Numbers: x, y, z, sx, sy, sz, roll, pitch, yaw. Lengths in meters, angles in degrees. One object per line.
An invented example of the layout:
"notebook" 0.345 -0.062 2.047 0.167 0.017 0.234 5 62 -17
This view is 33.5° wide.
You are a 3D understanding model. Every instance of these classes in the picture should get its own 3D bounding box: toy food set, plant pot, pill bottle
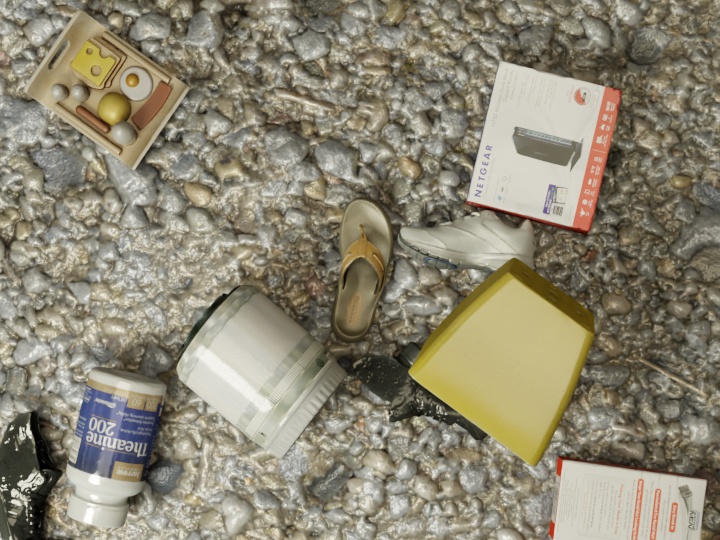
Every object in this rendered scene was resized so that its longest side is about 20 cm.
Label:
"toy food set" -0.357 -0.255 1.691 0.199 0.060 0.145 35 90 3
"plant pot" 0.203 0.101 1.564 0.199 0.200 0.178 36 104 3
"pill bottle" -0.340 0.242 1.644 0.109 0.111 0.204 13 88 3

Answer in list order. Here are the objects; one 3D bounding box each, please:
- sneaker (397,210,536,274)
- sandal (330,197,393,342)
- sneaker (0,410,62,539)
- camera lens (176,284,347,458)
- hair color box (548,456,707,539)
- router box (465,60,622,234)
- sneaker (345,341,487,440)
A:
"sneaker" 0.149 -0.042 1.662 0.196 0.075 0.089 8 82 -6
"sandal" 0.000 0.000 1.668 0.079 0.054 0.204 10 88 3
"sneaker" -0.459 0.307 1.664 0.103 0.060 0.202 -26 83 6
"camera lens" -0.136 0.132 1.616 0.199 0.160 0.161 39 90 3
"hair color box" 0.363 0.324 1.636 0.196 0.064 0.113 8 87 4
"router box" 0.254 -0.169 1.668 0.176 0.049 0.204 13 88 3
"sneaker" 0.079 0.181 1.658 0.104 0.060 0.200 -41 81 -1
